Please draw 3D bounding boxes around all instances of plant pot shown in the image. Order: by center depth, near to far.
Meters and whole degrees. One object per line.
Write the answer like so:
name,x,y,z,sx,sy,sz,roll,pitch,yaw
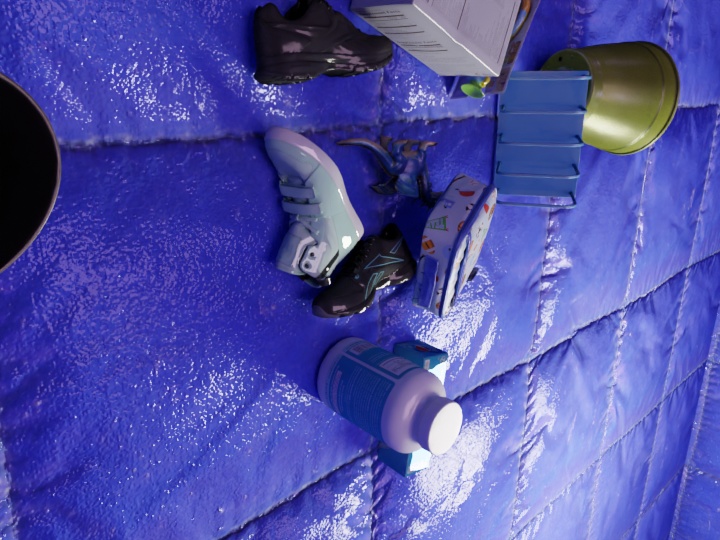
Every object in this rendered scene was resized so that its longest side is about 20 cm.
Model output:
plant pot,0.418,-0.313,1.034,0.190,0.199,0.204,-4,107,-32

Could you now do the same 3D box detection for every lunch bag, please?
lunch bag,0.134,-0.028,0.858,0.161,0.074,0.202,-56,159,-34

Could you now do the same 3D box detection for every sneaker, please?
sneaker,-0.036,-0.265,0.665,0.198,0.075,0.093,-22,111,-41
sneaker,-0.070,-0.063,0.688,0.119,0.073,0.201,-57,138,-23
sneaker,0.000,0.000,0.798,0.199,0.074,0.081,-33,116,-44

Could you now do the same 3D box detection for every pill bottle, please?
pill bottle,0.039,0.172,0.790,0.110,0.198,0.113,-16,115,-39

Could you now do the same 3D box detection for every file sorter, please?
file sorter,0.283,-0.208,0.925,0.123,0.136,0.204,-51,143,-65

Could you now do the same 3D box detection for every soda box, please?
soda box,0.083,0.222,0.947,0.063,0.067,0.204,-2,105,-43

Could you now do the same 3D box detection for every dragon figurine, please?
dragon figurine,0.053,-0.131,0.805,0.198,0.058,0.101,-7,108,-45

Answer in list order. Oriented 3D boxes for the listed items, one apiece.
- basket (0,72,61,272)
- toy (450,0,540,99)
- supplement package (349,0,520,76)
basket,-0.307,-0.066,0.362,0.179,0.198,0.138,-33,125,-31
toy,0.191,-0.350,0.837,0.047,0.115,0.203,21,87,-33
supplement package,0.101,-0.343,0.745,0.198,0.109,0.116,15,93,-47
